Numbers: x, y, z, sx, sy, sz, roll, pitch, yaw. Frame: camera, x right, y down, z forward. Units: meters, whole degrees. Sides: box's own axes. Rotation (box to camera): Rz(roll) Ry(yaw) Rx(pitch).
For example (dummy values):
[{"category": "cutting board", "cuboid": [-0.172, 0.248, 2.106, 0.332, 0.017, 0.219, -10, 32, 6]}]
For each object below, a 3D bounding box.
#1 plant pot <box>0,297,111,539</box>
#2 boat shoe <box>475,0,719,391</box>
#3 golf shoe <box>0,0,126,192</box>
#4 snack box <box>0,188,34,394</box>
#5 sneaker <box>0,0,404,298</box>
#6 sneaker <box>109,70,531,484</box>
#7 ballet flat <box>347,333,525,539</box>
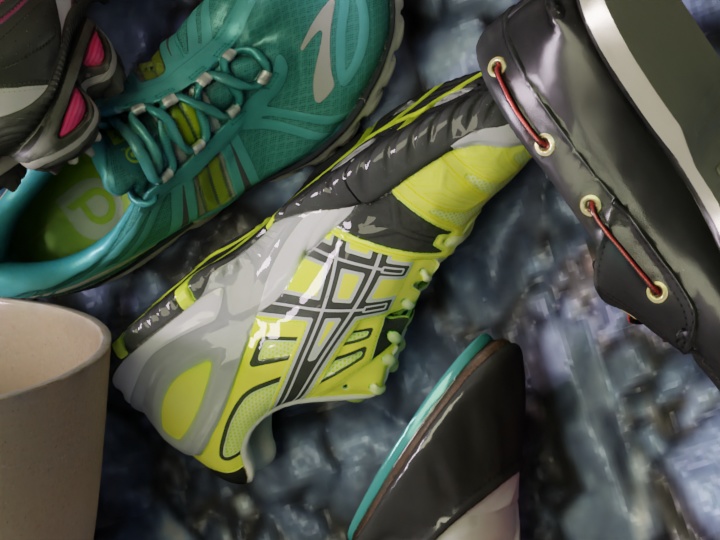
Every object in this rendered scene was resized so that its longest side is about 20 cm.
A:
[{"category": "plant pot", "cuboid": [-0.177, 0.126, 0.916, 0.187, 0.187, 0.200, 3, 103, 26]}, {"category": "boat shoe", "cuboid": [0.112, -0.010, 0.854, 0.063, 0.074, 0.202, -31, 92, 33]}, {"category": "golf shoe", "cuboid": [-0.127, -0.119, 0.929, 0.077, 0.088, 0.200, -26, 37, 20]}, {"category": "snack box", "cuboid": [-0.182, 0.060, 1.024, 0.116, 0.037, 0.200, -10, 85, 24]}, {"category": "sneaker", "cuboid": [-0.064, -0.050, 0.940, 0.200, 0.080, 0.078, -41, 86, 21]}, {"category": "sneaker", "cuboid": [0.000, 0.000, 0.927, 0.200, 0.075, 0.076, -37, 95, 23]}, {"category": "ballet flat", "cuboid": [0.016, 0.112, 0.916, 0.068, 0.068, 0.200, 42, 117, 11]}]
